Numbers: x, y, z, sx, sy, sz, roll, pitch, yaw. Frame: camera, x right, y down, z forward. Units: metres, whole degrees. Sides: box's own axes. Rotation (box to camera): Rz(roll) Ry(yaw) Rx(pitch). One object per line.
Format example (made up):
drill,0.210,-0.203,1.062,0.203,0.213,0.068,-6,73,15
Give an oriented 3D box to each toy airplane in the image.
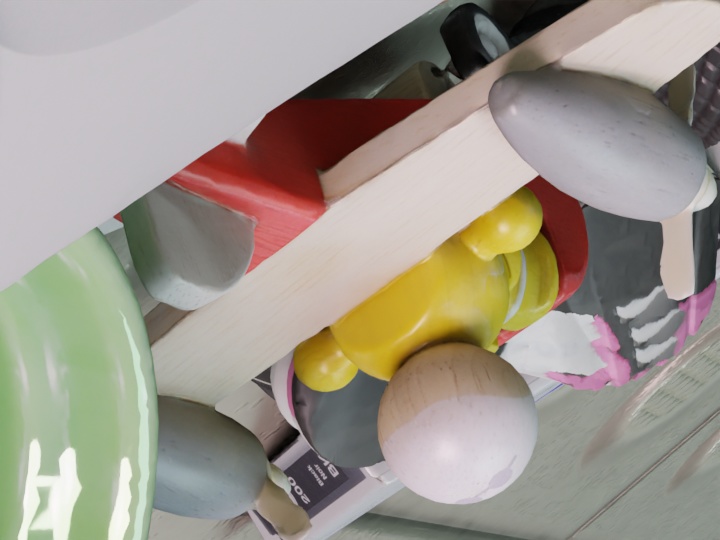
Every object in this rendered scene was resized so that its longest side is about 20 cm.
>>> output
toy airplane,0.000,0.000,0.781,0.199,0.141,0.200,-24,166,-18

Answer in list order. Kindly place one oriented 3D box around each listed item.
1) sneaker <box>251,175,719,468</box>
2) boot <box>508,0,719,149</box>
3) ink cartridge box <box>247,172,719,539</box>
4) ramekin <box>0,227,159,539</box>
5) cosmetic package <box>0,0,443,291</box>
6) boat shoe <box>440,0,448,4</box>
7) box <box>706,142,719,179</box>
sneaker,0.037,-0.003,0.968,0.200,0.086,0.080,-14,121,-37
boot,0.123,-0.114,0.871,0.132,0.070,0.200,-61,-164,-16
ink cartridge box,0.047,0.047,1.167,0.198,0.043,0.200,-31,174,-23
ramekin,-0.141,0.059,0.590,0.200,0.098,0.200,-36,137,-44
cosmetic package,-0.029,-0.119,0.439,0.200,0.123,0.199,-32,162,-18
boat shoe,0.050,-0.123,0.714,0.200,0.072,0.076,-29,145,-36
box,0.188,-0.073,1.081,0.124,0.097,0.200,-41,164,7
